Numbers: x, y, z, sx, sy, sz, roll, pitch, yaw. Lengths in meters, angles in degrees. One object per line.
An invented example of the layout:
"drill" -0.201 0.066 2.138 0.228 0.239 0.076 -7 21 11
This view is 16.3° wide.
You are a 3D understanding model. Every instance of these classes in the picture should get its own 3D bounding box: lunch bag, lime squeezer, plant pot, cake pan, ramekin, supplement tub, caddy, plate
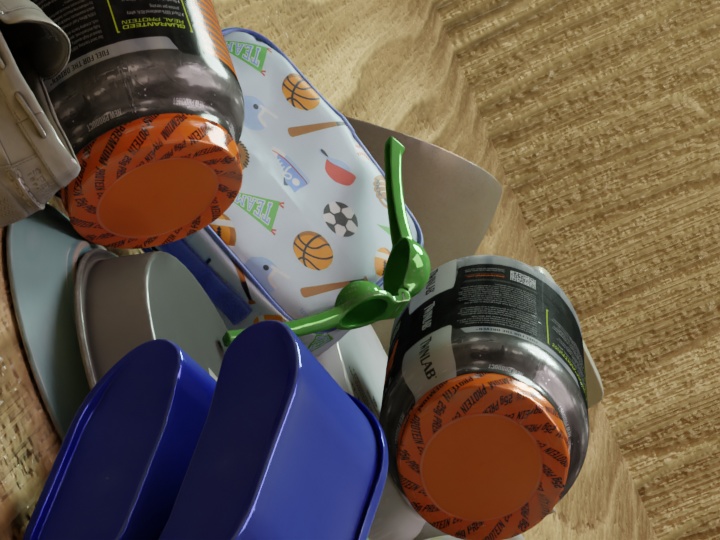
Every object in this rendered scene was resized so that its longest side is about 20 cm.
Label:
"lunch bag" -0.069 -0.042 1.490 0.200 0.076 0.160 47 46 2
"lime squeezer" 0.000 0.000 1.436 0.071 0.038 0.200 50 48 -11
"plant pot" -0.018 -0.018 1.706 0.200 0.200 0.135 39 66 -69
"cake pan" -0.091 0.076 1.333 0.200 0.037 0.201 -22 90 -80
"ramekin" -0.028 0.099 1.581 0.202 0.094 0.203 -22 90 -80
"supplement tub" 0.075 0.077 1.510 0.200 0.122 0.123 -79 146 -71
"caddy" -0.067 0.119 1.156 0.105 0.141 0.200 54 41 -35
"plate" -0.132 0.051 1.345 0.200 0.026 0.200 -21 90 -79
"supplement tub" -0.136 -0.119 1.376 0.123 0.122 0.200 52 17 -57

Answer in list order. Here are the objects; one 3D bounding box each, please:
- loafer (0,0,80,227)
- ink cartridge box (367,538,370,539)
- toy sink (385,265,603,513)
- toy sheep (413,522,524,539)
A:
"loafer" -0.182 -0.111 1.292 0.070 0.070 0.200 53 19 -56
"ink cartridge box" 0.014 0.229 1.267 0.200 0.084 0.146 30 58 -37
"toy sink" 0.067 0.108 1.755 0.112 0.200 0.130 -98 163 -55
"toy sheep" 0.054 0.217 1.642 0.138 0.138 0.200 54 18 -54
